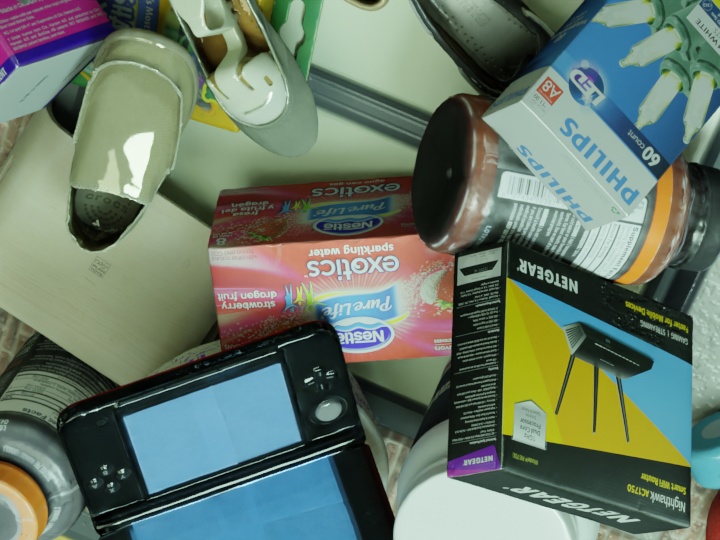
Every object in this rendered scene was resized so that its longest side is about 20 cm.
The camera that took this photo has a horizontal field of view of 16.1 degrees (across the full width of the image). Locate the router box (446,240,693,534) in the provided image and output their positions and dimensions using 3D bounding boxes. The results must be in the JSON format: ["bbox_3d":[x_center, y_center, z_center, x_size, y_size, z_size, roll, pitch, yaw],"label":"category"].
[{"bbox_3d":[0.139,0.079,1.652,0.051,0.150,0.200,-12,157,41],"label":"router box"}]

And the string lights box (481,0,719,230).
[{"bbox_3d":[0.179,-0.132,1.609,0.103,0.200,0.059,46,157,-11],"label":"string lights box"}]

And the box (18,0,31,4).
[{"bbox_3d":[-0.170,-0.277,1.623,0.048,0.200,0.159,30,122,-6],"label":"box"}]

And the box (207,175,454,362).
[{"bbox_3d":[0.000,0.000,1.768,0.199,0.096,0.100,-3,118,5],"label":"box"}]

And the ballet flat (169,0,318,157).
[{"bbox_3d":[-0.091,-0.152,1.688,0.067,0.064,0.200,-16,112,23],"label":"ballet flat"}]

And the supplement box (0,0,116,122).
[{"bbox_3d":[-0.271,-0.204,1.707,0.101,0.103,0.200,-38,81,42],"label":"supplement box"}]

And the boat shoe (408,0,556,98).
[{"bbox_3d":[0.103,-0.143,1.698,0.074,0.060,0.200,-34,107,22],"label":"boat shoe"}]

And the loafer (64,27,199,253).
[{"bbox_3d":[-0.157,-0.082,1.723,0.075,0.068,0.200,13,140,-4],"label":"loafer"}]

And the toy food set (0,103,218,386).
[{"bbox_3d":[-0.183,-0.013,1.861,0.200,0.060,0.144,33,111,-6],"label":"toy food set"}]

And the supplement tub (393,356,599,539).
[{"bbox_3d":[0.104,0.137,1.769,0.140,0.200,0.141,6,119,12],"label":"supplement tub"}]

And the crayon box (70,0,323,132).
[{"bbox_3d":[-0.131,-0.176,1.754,0.199,0.052,0.126,16,121,6],"label":"crayon box"}]

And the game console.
[{"bbox_3d":[-0.083,0.153,1.725,0.200,0.119,0.173,-19,137,-6],"label":"game console"}]

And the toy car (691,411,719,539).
[{"bbox_3d":[0.314,0.206,1.748,0.177,0.200,0.185,-19,111,24],"label":"toy car"}]

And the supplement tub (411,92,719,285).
[{"bbox_3d":[0.141,-0.049,1.670,0.199,0.107,0.107,9,124,-21],"label":"supplement tub"}]

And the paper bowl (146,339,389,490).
[{"bbox_3d":[-0.086,0.134,1.853,0.200,0.104,0.201,-8,124,-12],"label":"paper bowl"}]

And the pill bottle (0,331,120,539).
[{"bbox_3d":[-0.235,0.129,1.860,0.106,0.200,0.106,7,119,13],"label":"pill bottle"}]

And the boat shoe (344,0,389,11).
[{"bbox_3d":[-0.046,-0.252,1.668,0.200,0.065,0.071,41,118,-17],"label":"boat shoe"}]
